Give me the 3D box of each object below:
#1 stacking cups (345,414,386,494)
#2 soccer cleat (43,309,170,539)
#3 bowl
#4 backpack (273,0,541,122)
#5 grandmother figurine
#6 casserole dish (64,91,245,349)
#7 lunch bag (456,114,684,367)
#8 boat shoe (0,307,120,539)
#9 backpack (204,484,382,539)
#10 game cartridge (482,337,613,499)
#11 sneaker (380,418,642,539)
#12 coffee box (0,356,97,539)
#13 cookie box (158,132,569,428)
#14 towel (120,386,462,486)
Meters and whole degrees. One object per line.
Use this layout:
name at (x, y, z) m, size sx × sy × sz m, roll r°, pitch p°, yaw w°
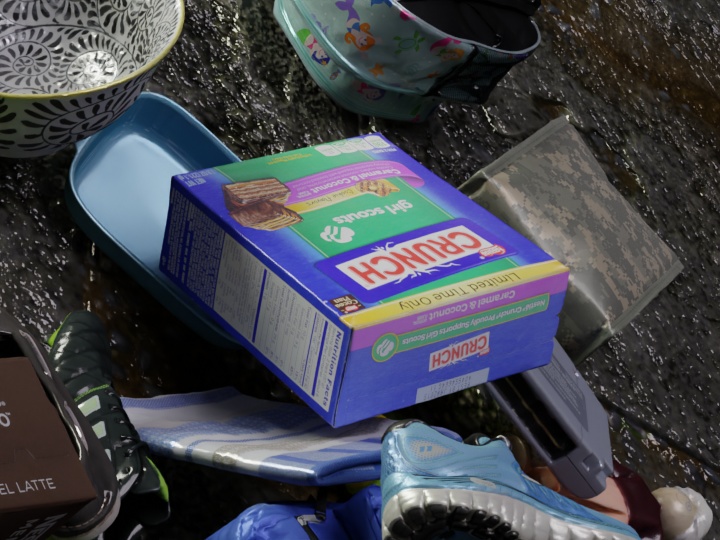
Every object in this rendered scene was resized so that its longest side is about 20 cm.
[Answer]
stacking cups at (0.054, 0.154, 1.538) m, size 0.200 × 0.061 × 0.061 m, roll 36°, pitch 34°, yaw -21°
soccer cleat at (-0.146, 0.108, 1.300) m, size 0.068 × 0.081 × 0.200 m, roll 72°, pitch 15°, yaw -52°
bowl at (-0.214, -0.134, 1.448) m, size 0.201 × 0.094 × 0.201 m, roll 6°, pitch 41°, yaw -5°
backpack at (0.022, -0.211, 1.796) m, size 0.200 × 0.151 × 0.178 m, roll 4°, pitch 50°, yaw -58°
grandmother figurine at (0.183, 0.174, 1.683) m, size 0.200 × 0.061 × 0.121 m, roll 12°, pitch 56°, yaw -41°
casserole dish at (-0.114, -0.028, 1.518) m, size 0.200 × 0.039 × 0.121 m, roll 43°, pitch 50°, yaw -10°
lunch bag at (0.153, -0.020, 1.791) m, size 0.164 × 0.118 × 0.200 m, roll 51°, pitch 36°, yaw 4°
boat shoe at (-0.196, 0.065, 1.265) m, size 0.200 × 0.067 × 0.057 m, roll 47°, pitch -17°, yaw 33°
backpack at (-0.012, 0.197, 1.315) m, size 0.200 × 0.168 × 0.163 m, roll 4°, pitch 47°, yaw -49°
game cartridge at (0.107, 0.057, 1.621) m, size 0.200 × 0.040 × 0.133 m, roll 52°, pitch 19°, yaw -15°
sneaker at (0.087, 0.128, 1.276) m, size 0.200 × 0.078 × 0.090 m, roll 26°, pitch 36°, yaw -42°
coffee box at (-0.234, 0.127, 1.077) m, size 0.114 × 0.200 × 0.080 m, roll -2°, pitch 59°, yaw -52°
cookie box at (0.000, 0.000, 1.436) m, size 0.171 × 0.075 × 0.200 m, roll -14°, pitch 37°, yaw -35°
towel at (-0.056, 0.097, 1.367) m, size 0.147 × 0.200 × 0.024 m, roll -3°, pitch 99°, yaw -50°
